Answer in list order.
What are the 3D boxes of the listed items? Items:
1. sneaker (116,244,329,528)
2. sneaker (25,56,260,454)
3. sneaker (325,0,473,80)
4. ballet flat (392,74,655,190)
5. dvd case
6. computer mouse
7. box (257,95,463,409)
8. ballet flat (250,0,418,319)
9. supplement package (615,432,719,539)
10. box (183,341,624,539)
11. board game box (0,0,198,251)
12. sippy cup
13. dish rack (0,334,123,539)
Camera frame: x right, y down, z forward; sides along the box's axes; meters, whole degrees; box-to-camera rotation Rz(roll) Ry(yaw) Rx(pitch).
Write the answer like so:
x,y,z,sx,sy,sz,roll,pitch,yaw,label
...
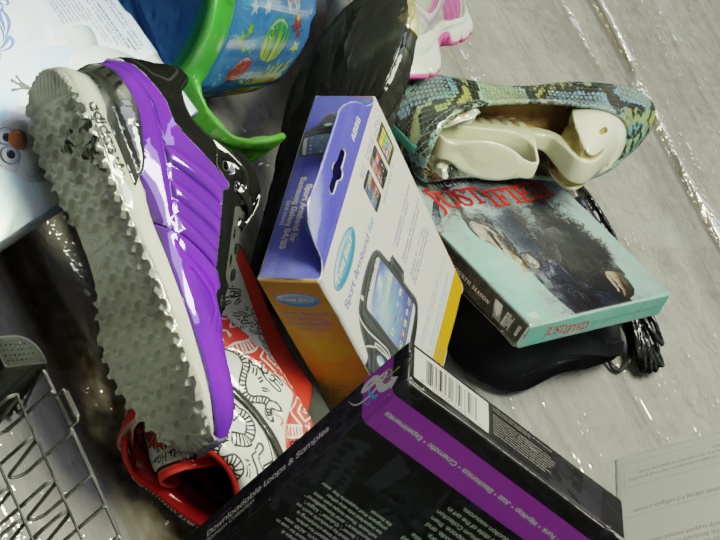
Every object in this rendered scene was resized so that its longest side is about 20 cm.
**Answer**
x,y,z,sx,sy,sz,roll,pitch,yaw,label
-0.096,0.040,1.254,0.202,0.067,0.108,57,35,-1,sneaker
-0.085,-0.014,1.198,0.099,0.069,0.201,-17,88,-38,sneaker
0.022,-0.174,1.477,0.200,0.081,0.089,-73,156,-72,sneaker
0.103,-0.076,1.467,0.199,0.074,0.075,-2,62,-27,ballet flat
0.077,-0.035,1.472,0.146,0.022,0.200,-10,47,-48,dvd case
0.122,0.013,1.516,0.200,0.053,0.139,-18,77,-51,computer mouse
0.000,0.000,1.297,0.200,0.041,0.120,61,38,-48,box
-0.012,-0.065,1.375,0.057,0.066,0.201,24,84,-51,ballet flat
0.223,0.206,1.402,0.117,0.116,0.201,51,32,-43,supplement package
0.009,0.139,1.184,0.143,0.200,0.036,37,28,-21,box
-0.214,-0.107,1.218,0.199,0.043,0.200,-36,91,-36,board game box
-0.097,-0.151,1.356,0.130,0.139,0.179,1,97,-57,sippy cup
-0.175,0.120,1.108,0.153,0.055,0.201,-6,61,-47,dish rack
